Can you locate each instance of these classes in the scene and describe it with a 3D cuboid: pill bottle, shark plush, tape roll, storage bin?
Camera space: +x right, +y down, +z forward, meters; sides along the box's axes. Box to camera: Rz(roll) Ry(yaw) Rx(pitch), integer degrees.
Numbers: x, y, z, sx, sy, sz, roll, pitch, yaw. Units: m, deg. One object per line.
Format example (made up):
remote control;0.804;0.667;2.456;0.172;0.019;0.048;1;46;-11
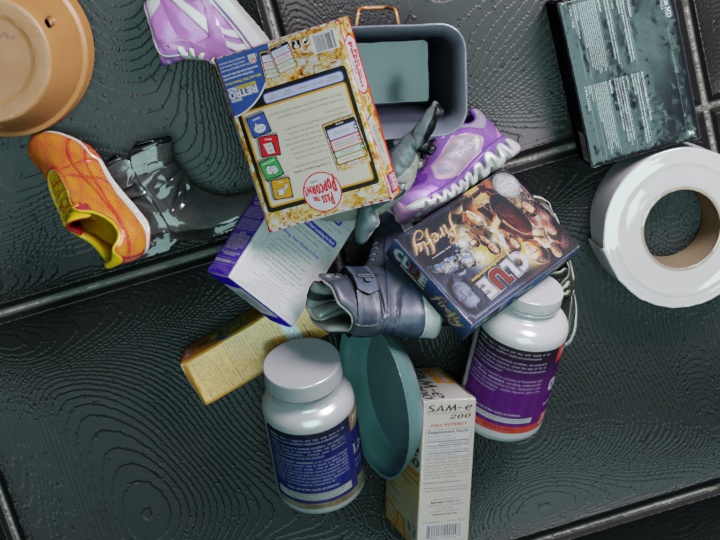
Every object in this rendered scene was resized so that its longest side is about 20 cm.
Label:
pill bottle;-0.059;0.188;1.577;0.114;0.116;0.202;-10;126;-3
shark plush;0.018;-0.110;1.449;0.083;0.091;0.200;37;133;-18
tape roll;0.389;-0.058;1.617;0.200;0.071;0.205;-1;104;-6
storage bin;0.014;-0.233;1.505;0.198;0.134;0.147;-4;104;-6
pill bottle;0.189;0.103;1.587;0.111;0.113;0.202;7;122;-7

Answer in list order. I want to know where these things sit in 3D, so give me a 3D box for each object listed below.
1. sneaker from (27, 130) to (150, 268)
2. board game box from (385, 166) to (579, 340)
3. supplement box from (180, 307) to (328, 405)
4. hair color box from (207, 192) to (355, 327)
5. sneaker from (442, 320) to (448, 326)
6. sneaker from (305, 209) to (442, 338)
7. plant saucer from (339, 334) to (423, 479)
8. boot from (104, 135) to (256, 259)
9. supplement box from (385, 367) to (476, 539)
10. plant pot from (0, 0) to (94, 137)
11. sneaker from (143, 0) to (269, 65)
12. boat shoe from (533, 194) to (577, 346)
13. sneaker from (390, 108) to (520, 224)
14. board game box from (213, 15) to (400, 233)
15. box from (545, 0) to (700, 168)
sneaker;-0.326;-0.088;1.507;0.200;0.077;0.073;45;130;16
board game box;0.145;-0.024;1.507;0.199;0.035;0.136;-34;74;-34
supplement box;-0.124;0.084;1.602;0.199;0.067;0.069;-33;104;2
hair color box;-0.079;-0.049;1.531;0.109;0.065;0.201;39;77;-30
sneaker;0.091;0.042;1.605;0.198;0.082;0.074;-3;103;-5
sneaker;0.000;-0.001;1.521;0.145;0.203;0.077;-3;132;-17
plant saucer;0.029;0.150;1.574;0.036;0.200;0.202;-10;105;-23
boot;-0.211;-0.101;1.551;0.198;0.070;0.133;-18;99;-6
supplement box;0.085;0.236;1.622;0.073;0.126;0.202;-2;103;-18
plant pot;-0.408;-0.243;1.459;0.198;0.140;0.202;-1;104;-4
sneaker;-0.170;-0.257;1.519;0.114;0.073;0.201;-40;93;8
boat shoe;0.231;0.008;1.619;0.070;0.064;0.202;-16;104;-2
sneaker;0.099;-0.129;1.544;0.200;0.080;0.089;-36;93;-33
board game box;-0.058;-0.158;1.417;0.150;0.046;0.202;-13;101;17
box;0.316;-0.242;1.562;0.140;0.079;0.202;-14;104;1
